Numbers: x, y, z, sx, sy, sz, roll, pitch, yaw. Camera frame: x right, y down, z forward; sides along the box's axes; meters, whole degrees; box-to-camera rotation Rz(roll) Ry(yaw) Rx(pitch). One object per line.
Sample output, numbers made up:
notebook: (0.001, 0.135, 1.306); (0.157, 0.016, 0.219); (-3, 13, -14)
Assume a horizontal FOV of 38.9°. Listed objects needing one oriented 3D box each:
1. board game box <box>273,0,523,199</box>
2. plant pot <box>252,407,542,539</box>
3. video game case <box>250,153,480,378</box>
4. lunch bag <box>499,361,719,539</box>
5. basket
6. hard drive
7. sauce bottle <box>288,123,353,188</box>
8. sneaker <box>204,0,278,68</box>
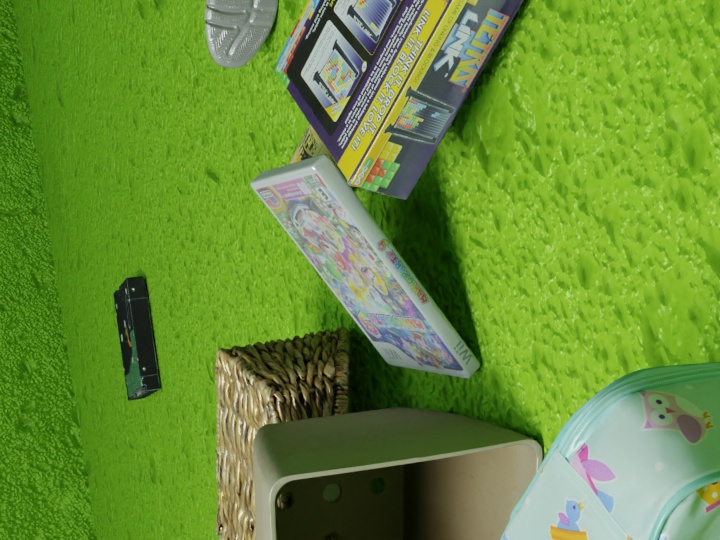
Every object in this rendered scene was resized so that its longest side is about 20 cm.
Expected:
board game box: (0.028, -0.182, 0.722); (0.202, 0.056, 0.166); (-59, 41, 25)
plant pot: (0.006, 0.205, 0.773); (0.177, 0.196, 0.204); (-150, 58, -67)
video game case: (0.000, 0.000, 0.805); (0.201, 0.018, 0.143); (53, 160, -15)
lunch bag: (0.143, 0.136, 0.493); (0.077, 0.158, 0.202); (52, 135, 40)
basket: (-0.042, 0.169, 0.931); (0.142, 0.147, 0.204); (22, 114, 55)
hard drive: (-0.401, 0.124, 1.826); (0.139, 0.037, 0.204); (149, 114, -64)
sauce bottle: (-0.012, -0.123, 0.882); (0.201, 0.065, 0.067); (-56, 46, 49)
sneaker: (-0.137, -0.326, 1.115); (0.112, 0.076, 0.204); (-147, 65, -64)
